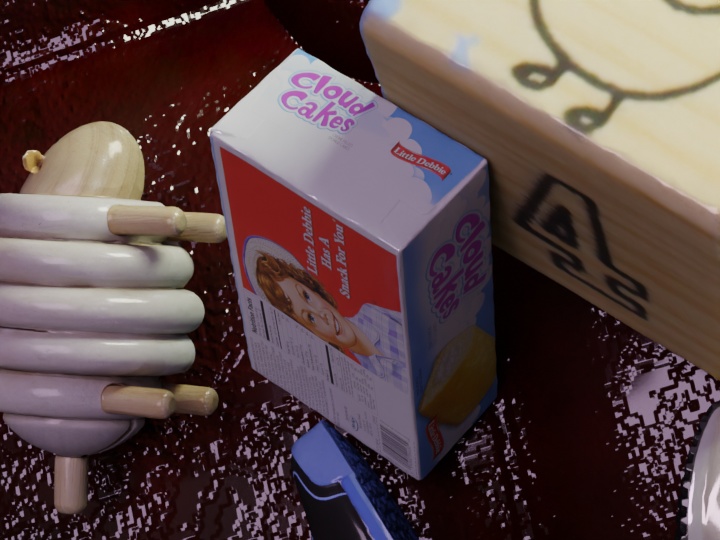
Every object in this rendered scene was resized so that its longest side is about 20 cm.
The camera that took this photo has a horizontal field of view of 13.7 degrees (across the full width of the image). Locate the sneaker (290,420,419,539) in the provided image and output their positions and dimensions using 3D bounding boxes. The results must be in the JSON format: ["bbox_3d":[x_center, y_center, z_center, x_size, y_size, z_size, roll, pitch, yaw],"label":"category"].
[{"bbox_3d":[0.003,0.173,1.470,0.078,0.070,0.201,-32,70,8],"label":"sneaker"}]

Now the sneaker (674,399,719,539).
[{"bbox_3d":[0.194,0.162,1.407,0.093,0.070,0.201,3,78,4],"label":"sneaker"}]

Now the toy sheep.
[{"bbox_3d":[-0.140,0.024,1.527,0.137,0.138,0.202,4,87,22],"label":"toy sheep"}]

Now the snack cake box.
[{"bbox_3d":[0.000,0.000,1.432,0.115,0.201,0.067,34,64,24],"label":"snack cake box"}]

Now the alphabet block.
[{"bbox_3d":[0.144,-0.096,1.377,0.199,0.197,0.196,30,76,23],"label":"alphabet block"}]
